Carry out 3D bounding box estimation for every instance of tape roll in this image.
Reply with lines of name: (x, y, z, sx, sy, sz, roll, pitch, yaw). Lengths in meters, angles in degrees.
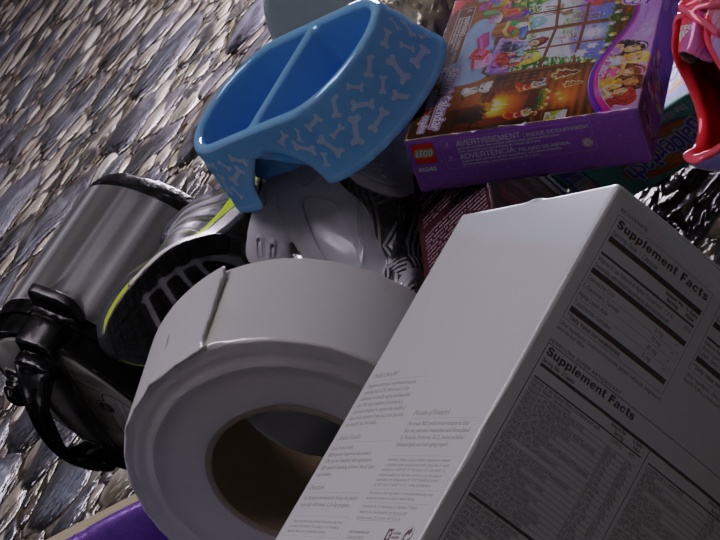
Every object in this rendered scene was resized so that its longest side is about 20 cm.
tape roll: (-0.030, 0.091, 1.273, 0.202, 0.202, 0.071, -38, 24, 35)

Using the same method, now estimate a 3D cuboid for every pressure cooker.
pressure cooker: (-0.183, 0.051, 1.727, 0.200, 0.176, 0.178, -57, 16, -24)

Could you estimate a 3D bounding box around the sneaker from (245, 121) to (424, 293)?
sneaker: (0.000, 0.000, 1.410, 0.115, 0.201, 0.075, -20, -8, 36)

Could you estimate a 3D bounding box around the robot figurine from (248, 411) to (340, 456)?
robot figurine: (-0.059, 0.083, 1.484, 0.201, 0.113, 0.170, -58, -6, -18)

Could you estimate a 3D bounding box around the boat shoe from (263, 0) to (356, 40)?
boat shoe: (0.011, -0.145, 1.597, 0.071, 0.200, 0.091, -45, 16, 15)

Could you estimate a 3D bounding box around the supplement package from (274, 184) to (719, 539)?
supplement package: (0.090, 0.089, 1.080, 0.201, 0.150, 0.152, -59, 20, -18)

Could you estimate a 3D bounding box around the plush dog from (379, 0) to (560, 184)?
plush dog: (0.058, -0.111, 1.468, 0.200, 0.172, 0.160, -56, 20, -12)

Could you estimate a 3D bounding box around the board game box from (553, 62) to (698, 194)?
board game box: (0.205, -0.144, 1.387, 0.152, 0.045, 0.201, -30, 29, 46)

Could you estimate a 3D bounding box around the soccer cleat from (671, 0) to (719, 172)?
soccer cleat: (0.197, -0.151, 1.225, 0.067, 0.076, 0.201, 174, 86, -67)

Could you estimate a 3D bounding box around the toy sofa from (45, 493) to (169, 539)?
toy sofa: (-0.158, 0.200, 1.389, 0.199, 0.083, 0.098, -28, 17, 24)

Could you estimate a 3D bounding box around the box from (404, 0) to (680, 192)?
box: (0.113, -0.125, 1.324, 0.136, 0.039, 0.200, -7, 35, 20)

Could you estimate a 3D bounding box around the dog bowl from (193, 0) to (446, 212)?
dog bowl: (-0.030, -0.101, 1.357, 0.200, 0.050, 0.112, -15, 39, 55)

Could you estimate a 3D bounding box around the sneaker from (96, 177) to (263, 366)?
sneaker: (-0.102, -0.002, 1.459, 0.081, 0.074, 0.200, -11, 23, 47)

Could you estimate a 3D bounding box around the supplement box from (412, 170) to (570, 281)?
supplement box: (0.091, 0.000, 1.300, 0.061, 0.109, 0.200, -44, 20, 18)
